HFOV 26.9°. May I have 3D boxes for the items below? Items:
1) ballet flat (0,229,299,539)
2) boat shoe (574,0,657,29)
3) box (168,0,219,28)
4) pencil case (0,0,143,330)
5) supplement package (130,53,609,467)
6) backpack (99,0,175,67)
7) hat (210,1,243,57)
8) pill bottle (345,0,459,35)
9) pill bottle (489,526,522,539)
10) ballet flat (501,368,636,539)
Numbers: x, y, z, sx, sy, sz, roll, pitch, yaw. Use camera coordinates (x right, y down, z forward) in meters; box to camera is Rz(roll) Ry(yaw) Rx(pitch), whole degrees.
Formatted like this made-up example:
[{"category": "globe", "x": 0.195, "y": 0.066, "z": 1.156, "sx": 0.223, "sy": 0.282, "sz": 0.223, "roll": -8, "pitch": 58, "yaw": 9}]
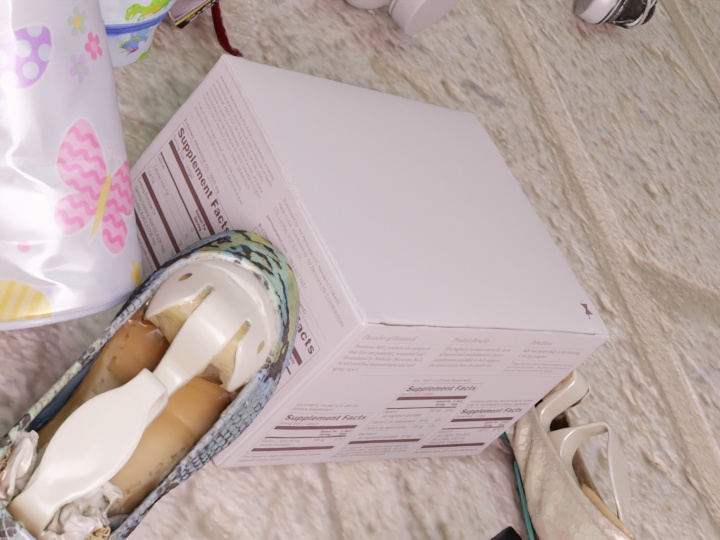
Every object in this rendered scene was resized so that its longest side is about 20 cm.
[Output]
[{"category": "ballet flat", "x": -0.075, "y": 0.046, "z": 0.565, "sx": 0.074, "sy": 0.074, "sz": 0.201, "roll": 41, "pitch": 53, "yaw": -6}, {"category": "boat shoe", "x": 0.260, "y": -0.273, "z": 1.469, "sx": 0.071, "sy": 0.072, "sz": 0.200, "roll": 39, "pitch": 27, "yaw": -3}, {"category": "box", "x": -0.097, "y": -0.270, "z": 0.870, "sx": 0.201, "sy": 0.159, "sz": 0.049, "roll": 57, "pitch": 1, "yaw": -6}, {"category": "pencil case", "x": -0.141, "y": -0.077, "z": 0.593, "sx": 0.090, "sy": 0.082, "sz": 0.203, "roll": -25, "pitch": 111, "yaw": -48}, {"category": "supplement package", "x": 0.000, "y": 0.000, "z": 0.749, "sx": 0.199, "sy": 0.111, "sz": 0.157, "roll": 6, "pitch": 48, "yaw": -50}, {"category": "backpack", "x": -0.175, "y": -0.161, "z": 0.712, "sx": 0.198, "sy": 0.155, "sz": 0.164, "roll": -11, "pitch": 54, "yaw": -32}, {"category": "hat", "x": -0.116, "y": -0.256, "z": 0.992, "sx": 0.200, "sy": 0.164, "sz": 0.178, "roll": -45, "pitch": 131, "yaw": -53}, {"category": "pill bottle", "x": -0.002, "y": -0.270, "z": 1.083, "sx": 0.201, "sy": 0.112, "sz": 0.112, "roll": 50, "pitch": 29, "yaw": 8}, {"category": "pill bottle", "x": 0.089, "y": 0.209, "z": 0.602, "sx": 0.201, "sy": 0.112, "sz": 0.111, "roll": 52, "pitch": 30, "yaw": 13}, {"category": "ballet flat", "x": 0.109, "y": 0.088, "z": 0.826, "sx": 0.067, "sy": 0.062, "sz": 0.202, "roll": 36, "pitch": 28, "yaw": -46}]
